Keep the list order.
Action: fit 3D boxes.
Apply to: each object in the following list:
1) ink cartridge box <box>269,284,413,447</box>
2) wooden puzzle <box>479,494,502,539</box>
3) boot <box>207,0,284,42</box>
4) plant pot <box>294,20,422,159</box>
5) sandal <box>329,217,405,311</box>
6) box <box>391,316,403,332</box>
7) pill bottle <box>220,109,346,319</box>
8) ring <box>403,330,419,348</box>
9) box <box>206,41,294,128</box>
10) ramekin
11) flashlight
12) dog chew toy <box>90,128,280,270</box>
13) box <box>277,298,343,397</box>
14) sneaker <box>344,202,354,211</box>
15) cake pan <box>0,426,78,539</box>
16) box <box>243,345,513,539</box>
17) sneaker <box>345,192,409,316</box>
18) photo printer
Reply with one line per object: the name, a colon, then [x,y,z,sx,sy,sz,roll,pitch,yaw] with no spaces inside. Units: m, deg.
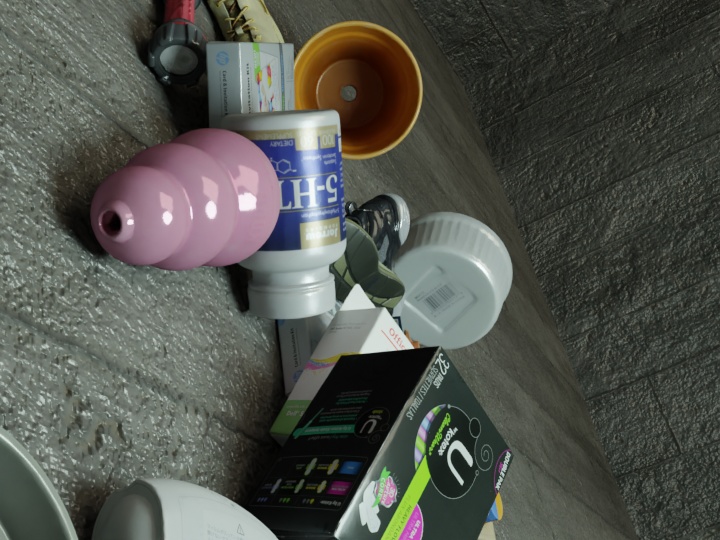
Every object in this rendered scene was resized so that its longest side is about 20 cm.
ink cartridge box: [0.005,0.119,0.915,0.117,0.067,0.200,54,48,-32]
wooden puzzle: [0.151,0.281,1.267,0.200,0.046,0.186,39,38,-57]
boot: [-0.162,-0.328,1.197,0.156,0.073,0.200,-98,162,-52]
plant pot: [-0.013,-0.277,1.409,0.200,0.200,0.183,61,1,-10]
sandal: [-0.011,-0.003,1.064,0.057,0.080,0.201,54,2,33]
box: [0.046,0.172,1.071,0.200,0.038,0.137,-96,179,-50]
pill bottle: [-0.075,-0.059,0.909,0.120,0.119,0.201,-46,134,-72]
ring: [0.076,0.175,1.145,0.200,0.019,0.201,-6,90,-90]
box: [-0.121,-0.182,1.033,0.200,0.041,0.156,-45,136,-72]
ramekin: [0.125,0.022,1.356,0.201,0.200,0.098,58,26,-19]
flashlight: [-0.204,-0.291,1.024,0.068,0.068,0.200,55,20,-45]
dog chew toy: [-0.151,-0.055,0.764,0.125,0.124,0.200,64,24,-1]
box: [-0.039,0.083,1.030,0.156,0.041,0.200,46,24,-46]
sneaker: [-0.040,-0.052,1.202,0.200,0.073,0.071,48,45,-39]
cake pan: [-0.207,0.154,0.420,0.200,0.037,0.200,55,19,-29]
box: [0.018,0.188,0.773,0.149,0.124,0.200,55,47,-25]
sneaker: [0.000,0.000,1.166,0.114,0.075,0.201,-8,109,-47]
photo printer: [-0.099,0.236,0.573,0.166,0.069,0.200,44,25,-48]
